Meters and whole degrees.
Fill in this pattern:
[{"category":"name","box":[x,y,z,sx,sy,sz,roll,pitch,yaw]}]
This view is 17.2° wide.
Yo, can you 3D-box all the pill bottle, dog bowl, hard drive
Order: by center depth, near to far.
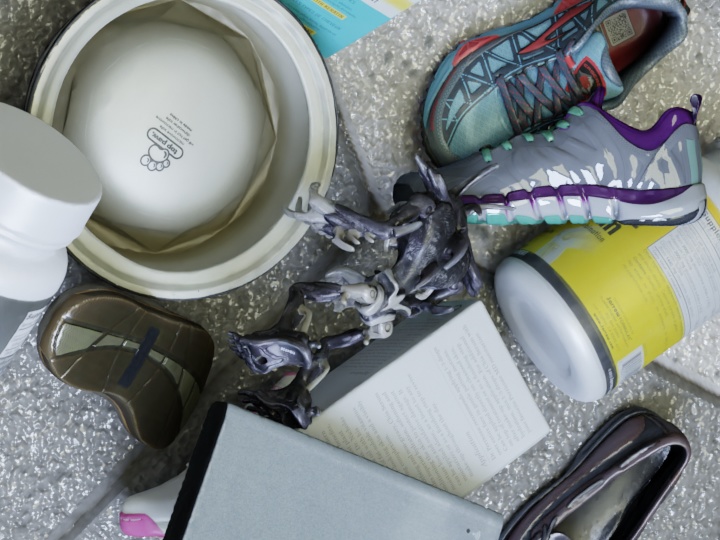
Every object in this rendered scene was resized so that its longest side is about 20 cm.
[{"category":"pill bottle","box":[-0.240,0.008,1.372,0.113,0.114,0.200,26,113,-23]},{"category":"hard drive","box":[-0.023,0.177,1.408,0.199,0.033,0.140,24,79,-24]},{"category":"dog bowl","box":[-0.118,-0.086,1.465,0.199,0.074,0.202,-4,101,-22]},{"category":"pill bottle","box":[0.195,-0.010,1.582,0.199,0.112,0.112,-34,109,-14]}]

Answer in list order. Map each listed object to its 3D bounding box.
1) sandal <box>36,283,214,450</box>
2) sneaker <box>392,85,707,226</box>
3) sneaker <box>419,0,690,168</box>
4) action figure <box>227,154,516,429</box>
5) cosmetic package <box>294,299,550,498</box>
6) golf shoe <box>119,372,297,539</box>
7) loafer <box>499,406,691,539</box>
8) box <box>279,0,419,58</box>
[{"category":"sandal","box":[-0.148,0.051,1.447,0.082,0.054,0.200,-58,152,-1]},{"category":"sneaker","box":[0.120,-0.073,1.512,0.198,0.074,0.088,1,91,5]},{"category":"sneaker","box":[0.127,-0.131,1.543,0.199,0.095,0.080,-36,109,-13]},{"category":"action figure","box":[0.000,0.000,1.444,0.200,0.102,0.119,-43,137,-24]},{"category":"cosmetic package","box":[0.009,0.112,1.484,0.199,0.071,0.102,-34,103,-24]},{"category":"golf shoe","box":[-0.067,0.117,1.526,0.199,0.075,0.092,-14,95,-27]},{"category":"loafer","box":[0.150,0.179,1.620,0.072,0.063,0.200,41,82,-22]},{"category":"box","box":[0.008,-0.197,1.428,0.082,0.200,0.049,30,60,-23]}]
